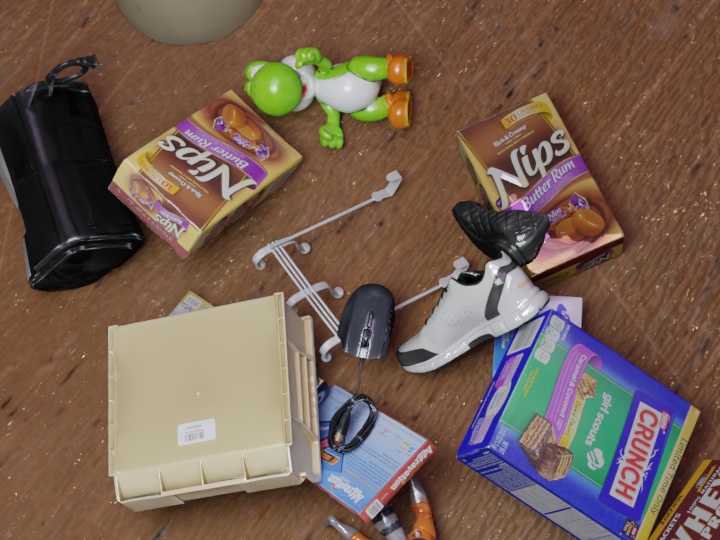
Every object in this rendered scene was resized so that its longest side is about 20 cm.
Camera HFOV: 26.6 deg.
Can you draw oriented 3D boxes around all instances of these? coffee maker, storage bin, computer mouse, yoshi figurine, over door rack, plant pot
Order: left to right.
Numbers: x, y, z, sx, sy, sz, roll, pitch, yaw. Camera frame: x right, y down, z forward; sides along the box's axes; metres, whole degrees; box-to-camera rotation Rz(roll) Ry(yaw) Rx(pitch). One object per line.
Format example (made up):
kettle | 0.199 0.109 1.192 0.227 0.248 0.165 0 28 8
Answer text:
coffee maker | -0.332 -0.100 1.702 0.135 0.192 0.200 -15 70 -24
plant pot | -0.217 -0.392 1.835 0.200 0.134 0.201 -2 68 5
storage bin | -0.152 0.141 1.578 0.200 0.094 0.199 -11 64 13
yoshi figurine | -0.043 -0.207 1.760 0.200 0.112 0.113 4 73 9
computer mouse | 0.000 0.097 1.592 0.059 0.034 0.200 10 60 -1
over door rack | 0.000 0.000 1.704 0.200 0.067 0.148 -30 70 -21

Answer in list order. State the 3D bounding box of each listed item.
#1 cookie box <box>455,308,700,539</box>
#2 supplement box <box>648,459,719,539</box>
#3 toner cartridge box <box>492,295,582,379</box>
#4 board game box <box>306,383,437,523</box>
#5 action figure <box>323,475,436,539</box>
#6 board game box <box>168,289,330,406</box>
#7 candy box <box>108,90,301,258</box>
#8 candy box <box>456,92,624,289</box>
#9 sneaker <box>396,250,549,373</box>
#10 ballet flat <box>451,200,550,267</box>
cookie box | 0.224 0.167 1.553 0.200 0.075 0.171 34 65 -13
supplement box | 0.404 0.291 1.440 0.200 0.197 0.133 40 76 -7
toner cartridge box | 0.188 0.126 1.641 0.095 0.043 0.200 3 70 5
board game box | -0.010 0.187 1.582 0.103 0.019 0.200 -45 29 -12
action figure | 0.028 0.315 1.555 0.200 0.105 0.194 -27 59 -8
board game box | -0.152 0.127 1.666 0.200 0.035 0.136 33 75 24
candy box | -0.169 -0.109 1.693 0.117 0.056 0.200 43 45 5
candy box | 0.200 -0.089 1.718 0.117 0.056 0.200 -24 67 -3
sneaker | 0.108 0.044 1.619 0.080 0.200 0.074 54 37 -5
ballet flat | 0.152 -0.046 1.650 0.057 0.200 0.066 -44 111 -5
